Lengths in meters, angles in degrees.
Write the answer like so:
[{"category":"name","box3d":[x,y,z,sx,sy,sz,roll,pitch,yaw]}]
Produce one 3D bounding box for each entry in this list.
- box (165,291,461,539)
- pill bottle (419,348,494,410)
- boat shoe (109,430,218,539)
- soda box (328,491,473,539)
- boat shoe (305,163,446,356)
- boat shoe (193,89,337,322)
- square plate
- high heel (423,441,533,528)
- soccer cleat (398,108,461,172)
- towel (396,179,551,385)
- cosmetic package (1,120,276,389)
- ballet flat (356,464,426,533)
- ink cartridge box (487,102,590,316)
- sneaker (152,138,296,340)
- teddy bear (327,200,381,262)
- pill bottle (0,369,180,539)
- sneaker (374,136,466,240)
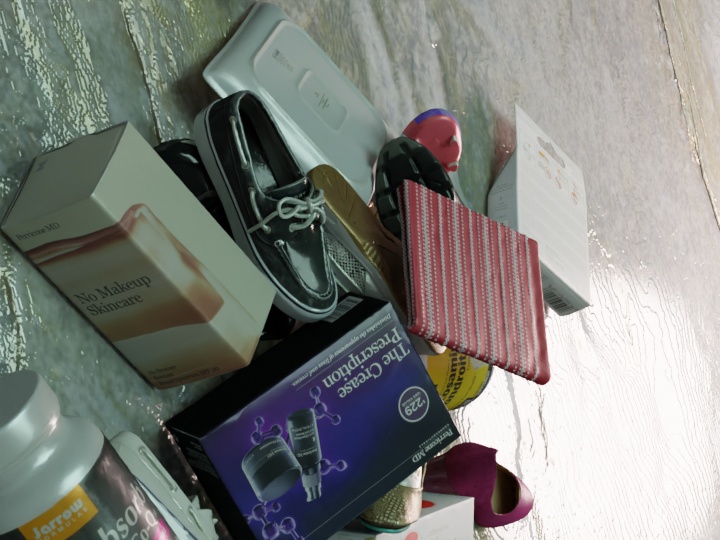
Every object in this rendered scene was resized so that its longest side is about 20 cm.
[{"category":"box","box3d":[-0.037,0.132,1.395,0.200,0.079,0.141,-36,112,-21]},{"category":"pill bottle","box3d":[0.033,0.082,1.564,0.200,0.112,0.112,-3,80,-56]},{"category":"boat shoe","box3d":[-0.139,0.206,1.310,0.200,0.071,0.070,51,42,-21]},{"category":"soda box","box3d":[0.033,0.248,1.516,0.200,0.064,0.068,-5,97,-61]},{"category":"boat shoe","box3d":[0.000,0.000,1.469,0.200,0.069,0.071,52,30,-14]},{"category":"boat shoe","box3d":[-0.063,-0.053,1.378,0.074,0.068,0.200,-25,93,-42]},{"category":"square plate","box3d":[-0.044,-0.148,1.548,0.198,0.028,0.200,47,28,-13]},{"category":"high heel","box3d":[0.143,0.215,1.686,0.200,0.096,0.068,19,62,-51]},{"category":"soccer cleat","box3d":[0.055,-0.101,1.642,0.200,0.067,0.077,97,-16,-56]},{"category":"towel","box3d":[0.101,0.014,1.483,0.200,0.022,0.145,23,55,-45]},{"category":"cosmetic package","box3d":[-0.169,-0.008,1.316,0.200,0.103,0.087,49,40,-31]},{"category":"ballet flat","box3d":[0.027,0.178,1.500,0.200,0.070,0.065,-82,-170,-83]},{"category":"ink cartridge box","box3d":[0.203,-0.070,1.947,0.162,0.050,0.200,39,39,-41]},{"category":"sneaker","box3d":[-0.109,-0.023,1.414,0.200,0.076,0.088,49,25,-32]},{"category":"teddy bear","box3d":[-0.036,-0.057,1.542,0.200,0.067,0.145,44,23,-33]},{"category":"pill bottle","box3d":[-0.207,0.174,1.174,0.200,0.116,0.116,58,37,-24]},{"category":"sneaker","box3d":[0.073,-0.033,1.570,0.200,0.075,0.079,63,12,-8]}]
